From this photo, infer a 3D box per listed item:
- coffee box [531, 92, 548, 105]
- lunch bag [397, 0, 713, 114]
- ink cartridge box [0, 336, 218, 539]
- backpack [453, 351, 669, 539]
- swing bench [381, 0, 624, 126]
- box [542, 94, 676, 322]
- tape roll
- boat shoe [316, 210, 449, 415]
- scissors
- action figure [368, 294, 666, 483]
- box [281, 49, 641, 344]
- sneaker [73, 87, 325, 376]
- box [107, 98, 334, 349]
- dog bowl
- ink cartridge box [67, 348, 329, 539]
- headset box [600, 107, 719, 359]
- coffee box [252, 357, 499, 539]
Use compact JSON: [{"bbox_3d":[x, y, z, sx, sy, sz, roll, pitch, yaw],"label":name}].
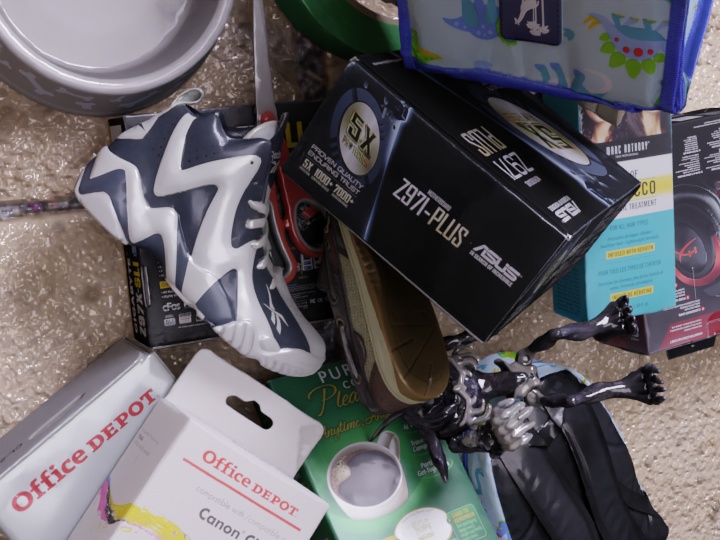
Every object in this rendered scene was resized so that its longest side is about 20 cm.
[{"bbox_3d":[0.158,-0.174,0.905,0.113,0.080,0.201,24,86,-26],"label":"coffee box"},{"bbox_3d":[0.110,-0.195,0.634,0.127,0.169,0.201,-22,123,-59],"label":"lunch bag"},{"bbox_3d":[-0.148,0.167,0.801,0.146,0.083,0.200,-40,110,-15],"label":"ink cartridge box"},{"bbox_3d":[0.134,0.161,0.905,0.163,0.154,0.200,-37,129,-19],"label":"backpack"},{"bbox_3d":[0.131,-0.236,0.760,0.198,0.130,0.200,30,80,14],"label":"swing bench"},{"bbox_3d":[0.183,-0.067,0.858,0.082,0.049,0.201,-11,104,-22],"label":"box"},{"bbox_3d":[0.022,-0.252,0.855,0.200,0.048,0.201,-3,96,-24],"label":"tape roll"},{"bbox_3d":[0.000,0.000,0.786,0.073,0.065,0.201,13,55,-44],"label":"boat shoe"},{"bbox_3d":[-0.068,-0.089,0.798,0.073,0.014,0.201,-22,104,-19],"label":"scissors"},{"bbox_3d":[0.096,0.070,0.795,0.199,0.102,0.119,-14,70,0],"label":"action figure"},{"bbox_3d":[0.073,-0.060,0.747,0.164,0.200,0.086,42,116,12],"label":"box"},{"bbox_3d":[-0.069,-0.033,0.754,0.199,0.079,0.130,43,95,-5],"label":"sneaker"},{"bbox_3d":[-0.069,-0.038,0.836,0.199,0.049,0.160,-9,96,-23],"label":"box"},{"bbox_3d":[-0.171,-0.203,0.768,0.199,0.059,0.201,-3,97,-23],"label":"dog bowl"},{"bbox_3d":[-0.104,0.163,0.737,0.116,0.067,0.200,36,80,-24],"label":"ink cartridge box"},{"bbox_3d":[0.267,-0.027,0.972,0.148,0.075,0.201,-14,101,-22],"label":"headset box"},{"bbox_3d":[0.016,0.157,0.836,0.123,0.044,0.201,-16,69,-31],"label":"coffee box"}]
